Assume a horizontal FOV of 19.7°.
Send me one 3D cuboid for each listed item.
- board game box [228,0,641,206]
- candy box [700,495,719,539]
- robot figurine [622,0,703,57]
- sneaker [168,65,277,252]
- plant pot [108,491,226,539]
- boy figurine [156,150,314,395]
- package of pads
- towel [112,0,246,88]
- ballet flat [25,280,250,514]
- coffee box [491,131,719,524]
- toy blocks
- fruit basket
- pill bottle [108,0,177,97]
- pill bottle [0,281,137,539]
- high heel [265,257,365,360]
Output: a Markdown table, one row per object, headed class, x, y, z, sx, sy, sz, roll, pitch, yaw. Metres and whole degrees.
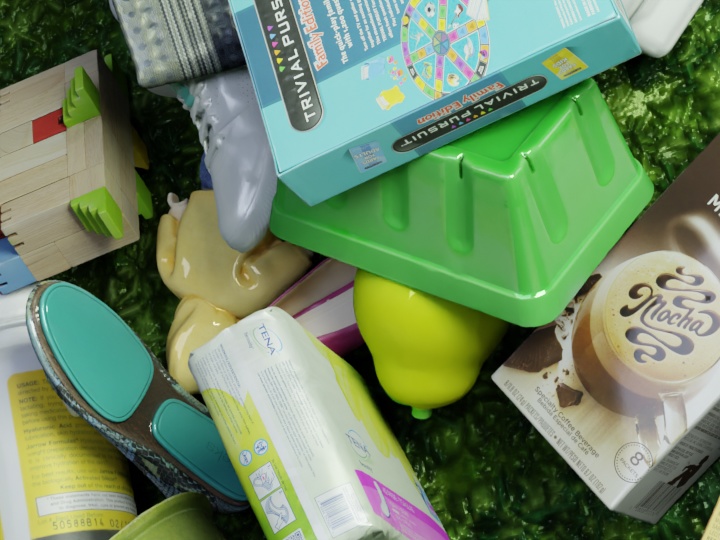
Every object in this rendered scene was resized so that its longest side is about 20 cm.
| class | x | y | z | sx | sy | sz | roll | pitch | yaw |
| --- | --- | --- | --- | --- | --- | --- | --- | --- | --- |
| board game box | 0.033 | -0.145 | 1.123 | 0.199 | 0.047 | 0.152 | -24 | 62 | 14 |
| candy box | 0.246 | 0.110 | 1.119 | 0.056 | 0.117 | 0.201 | 26 | 90 | 30 |
| robot figurine | 0.113 | -0.206 | 1.237 | 0.200 | 0.170 | 0.113 | 32 | 91 | -10 |
| sneaker | -0.086 | -0.107 | 1.286 | 0.075 | 0.088 | 0.201 | 134 | 144 | -57 |
| plant pot | -0.090 | 0.268 | 1.237 | 0.190 | 0.200 | 0.200 | 37 | 97 | 17 |
| boy figurine | -0.079 | -0.014 | 1.353 | 0.124 | 0.064 | 0.201 | 8 | 83 | 29 |
| package of pads | -0.016 | 0.116 | 1.209 | 0.068 | 0.200 | 0.155 | -30 | 65 | 6 |
| towel | -0.074 | -0.225 | 1.277 | 0.192 | 0.035 | 0.201 | -17 | 81 | -5 |
| ballet flat | -0.148 | 0.088 | 1.311 | 0.074 | 0.074 | 0.200 | -39 | 107 | 15 |
| coffee box | 0.189 | 0.033 | 1.188 | 0.200 | 0.080 | 0.113 | -48 | 61 | 10 |
| toy blocks | -0.223 | -0.060 | 1.385 | 0.136 | 0.100 | 0.200 | -22 | 41 | 9 |
| fruit basket | 0.054 | -0.022 | 1.211 | 0.215 | 0.216 | 0.156 | 21 | 53 | 30 |
| pill bottle | -0.120 | -0.224 | 1.396 | 0.111 | 0.111 | 0.201 | -17 | 70 | 24 |
| pill bottle | -0.211 | 0.114 | 1.365 | 0.111 | 0.111 | 0.201 | -20 | 70 | 23 |
| high heel | 0.000 | 0.000 | 1.288 | 0.200 | 0.096 | 0.067 | -43 | 62 | 13 |
